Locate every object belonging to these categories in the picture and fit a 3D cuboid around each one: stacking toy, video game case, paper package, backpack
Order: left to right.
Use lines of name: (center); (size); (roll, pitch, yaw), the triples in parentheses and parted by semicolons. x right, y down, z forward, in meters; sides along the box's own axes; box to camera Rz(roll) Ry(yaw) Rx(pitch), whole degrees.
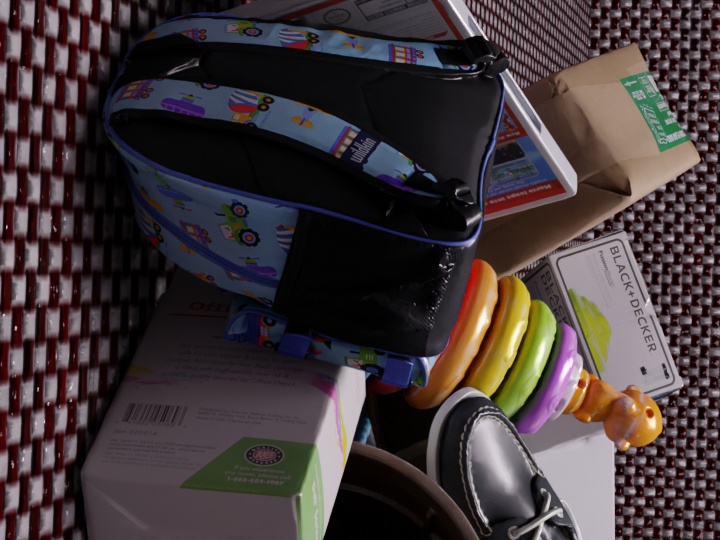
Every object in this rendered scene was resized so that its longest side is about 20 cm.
backpack: (-0.035, -0.047, 1.117); (0.183, 0.199, 0.135); (-77, 179, -52)
video game case: (0.019, -0.091, 1.218); (0.200, 0.142, 0.018); (51, 34, -41)
stacking toy: (0.088, 0.051, 1.257); (0.110, 0.199, 0.117); (-51, -164, 53)
paper package: (0.116, -0.063, 1.483); (0.104, 0.190, 0.200); (62, 25, 2)

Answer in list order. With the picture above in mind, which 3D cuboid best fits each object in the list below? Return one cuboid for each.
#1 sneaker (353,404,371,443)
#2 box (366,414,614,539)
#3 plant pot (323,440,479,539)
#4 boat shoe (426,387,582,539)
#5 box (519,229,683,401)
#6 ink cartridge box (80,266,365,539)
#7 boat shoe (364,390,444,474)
sneaker: (-0.041, 0.091, 1.356); (0.077, 0.080, 0.200); (82, 27, -43)
box: (0.064, 0.121, 1.478); (0.200, 0.151, 0.107); (-129, -152, -53)
plant pot: (-0.021, 0.218, 1.227); (0.198, 0.199, 0.202); (80, 15, -69)
boat shoe: (0.096, 0.154, 1.223); (0.076, 0.060, 0.201); (-43, 125, -27)
box: (0.148, 0.056, 1.515); (0.200, 0.060, 0.117); (136, -64, -71)
ink cartridge box: (-0.063, 0.073, 1.140); (0.200, 0.116, 0.068); (-71, 161, -53)
boat shoe: (0.044, 0.126, 1.308); (0.072, 0.075, 0.201); (29, 36, -60)
